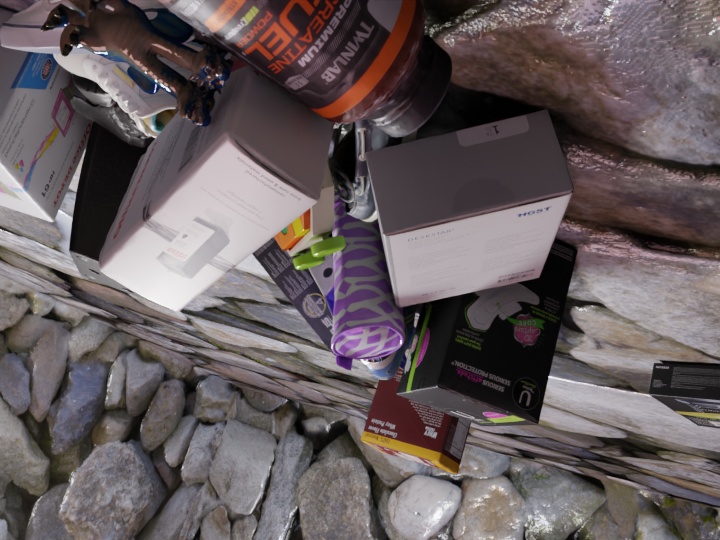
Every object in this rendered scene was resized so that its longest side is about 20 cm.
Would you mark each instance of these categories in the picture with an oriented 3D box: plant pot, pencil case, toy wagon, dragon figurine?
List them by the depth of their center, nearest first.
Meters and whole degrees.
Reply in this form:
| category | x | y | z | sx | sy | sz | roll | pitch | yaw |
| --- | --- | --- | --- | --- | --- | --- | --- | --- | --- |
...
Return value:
| category | x | y | z | sx | sy | sz | roll | pitch | yaw |
| --- | --- | --- | --- | --- | --- | --- | --- | --- | --- |
| dragon figurine | -0.158 | -0.162 | 0.503 | 0.099 | 0.059 | 0.200 | 24 | -167 | -44 |
| toy wagon | -0.071 | -0.080 | 0.713 | 0.039 | 0.157 | 0.200 | -15 | 175 | -21 |
| pencil case | 0.000 | 0.000 | 0.799 | 0.085 | 0.202 | 0.084 | -30 | 136 | 31 |
| plant pot | -0.262 | -0.063 | 0.916 | 0.197 | 0.180 | 0.200 | 22 | 164 | -10 |

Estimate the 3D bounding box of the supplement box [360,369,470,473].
| category | x | y | z | sx | sy | sz | roll | pitch | yaw |
| --- | --- | --- | --- | --- | --- | --- | --- | --- | --- |
| supplement box | 0.137 | 0.323 | 1.630 | 0.195 | 0.202 | 0.133 | 8 | 160 | 30 |

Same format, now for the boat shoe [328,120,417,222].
| category | x | y | z | sx | sy | sz | roll | pitch | yaw |
| --- | --- | --- | --- | --- | --- | --- | --- | --- | --- |
| boat shoe | 0.002 | -0.101 | 0.666 | 0.061 | 0.076 | 0.200 | 0 | 164 | -11 |

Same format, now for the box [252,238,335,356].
| category | x | y | z | sx | sy | sz | roll | pitch | yaw |
| --- | --- | --- | --- | --- | --- | --- | --- | --- | --- |
| box | -0.072 | 0.021 | 0.977 | 0.201 | 0.049 | 0.161 | 50 | 179 | 5 |

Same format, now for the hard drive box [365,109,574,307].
| category | x | y | z | sx | sy | sz | roll | pitch | yaw |
| --- | --- | --- | --- | --- | --- | --- | --- | --- | --- |
| hard drive box | 0.094 | -0.044 | 0.659 | 0.154 | 0.078 | 0.200 | -12 | 160 | 1 |

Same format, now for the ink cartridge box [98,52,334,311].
| category | x | y | z | sx | sy | sz | roll | pitch | yaw |
| --- | --- | --- | --- | --- | --- | --- | --- | --- | --- |
| ink cartridge box | -0.111 | -0.078 | 0.570 | 0.084 | 0.147 | 0.199 | 33 | 135 | -28 |

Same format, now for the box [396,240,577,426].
| category | x | y | z | sx | sy | sz | roll | pitch | yaw |
| --- | --- | --- | --- | --- | --- | --- | --- | --- | --- |
| box | 0.141 | 0.062 | 0.828 | 0.123 | 0.202 | 0.149 | 21 | 163 | -9 |

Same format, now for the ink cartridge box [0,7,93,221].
| category | x | y | z | sx | sy | sz | roll | pitch | yaw |
| --- | --- | --- | --- | --- | --- | --- | --- | --- | --- |
| ink cartridge box | -0.370 | -0.161 | 0.784 | 0.083 | 0.146 | 0.200 | 17 | 163 | -1 |

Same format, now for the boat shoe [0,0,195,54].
| category | x | y | z | sx | sy | sz | roll | pitch | yaw |
| --- | --- | --- | --- | --- | --- | --- | --- | --- | --- |
| boat shoe | -0.218 | -0.216 | 0.595 | 0.197 | 0.066 | 0.073 | 3 | -168 | 23 |

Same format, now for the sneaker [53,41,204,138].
| category | x | y | z | sx | sy | sz | roll | pitch | yaw |
| --- | --- | --- | --- | --- | --- | --- | --- | --- | --- |
| sneaker | -0.202 | -0.175 | 0.672 | 0.197 | 0.082 | 0.077 | 18 | 165 | 9 |

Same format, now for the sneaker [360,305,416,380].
| category | x | y | z | sx | sy | sz | roll | pitch | yaw |
| --- | --- | --- | --- | --- | --- | --- | --- | --- | --- |
| sneaker | 0.031 | 0.037 | 0.870 | 0.075 | 0.202 | 0.077 | 3 | 143 | 18 |

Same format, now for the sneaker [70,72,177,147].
| category | x | y | z | sx | sy | sz | roll | pitch | yaw |
| --- | --- | --- | --- | --- | --- | --- | --- | --- | --- |
| sneaker | -0.226 | -0.168 | 0.764 | 0.197 | 0.061 | 0.104 | 22 | 163 | 8 |

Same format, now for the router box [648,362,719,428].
| category | x | y | z | sx | sy | sz | roll | pitch | yaw |
| --- | --- | --- | --- | --- | --- | --- | --- | --- | --- |
| router box | 0.542 | 0.186 | 1.031 | 0.156 | 0.053 | 0.199 | 30 | 160 | -34 |

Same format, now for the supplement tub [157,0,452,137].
| category | x | y | z | sx | sy | sz | roll | pitch | yaw |
| --- | --- | --- | --- | --- | --- | --- | --- | --- | --- |
| supplement tub | -0.031 | -0.168 | 0.469 | 0.199 | 0.108 | 0.106 | 29 | 160 | -31 |

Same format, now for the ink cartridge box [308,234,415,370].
| category | x | y | z | sx | sy | sz | roll | pitch | yaw |
| --- | --- | --- | --- | --- | --- | --- | --- | --- | --- |
| ink cartridge box | -0.001 | 0.028 | 0.954 | 0.198 | 0.043 | 0.201 | 39 | -164 | -47 |
